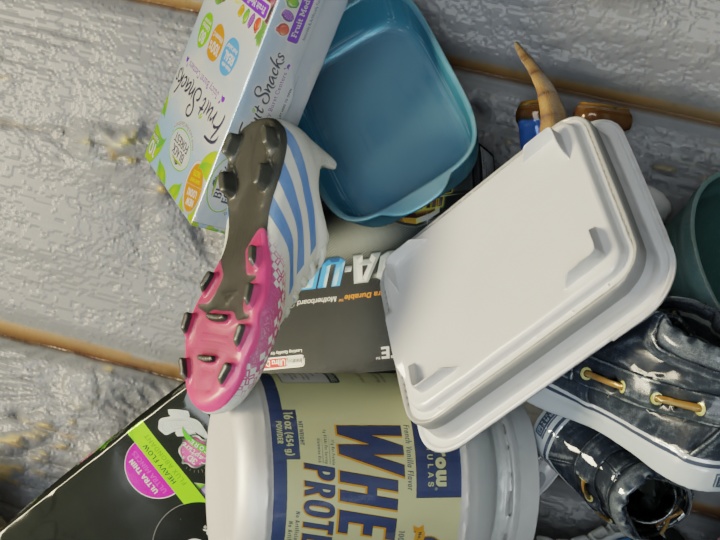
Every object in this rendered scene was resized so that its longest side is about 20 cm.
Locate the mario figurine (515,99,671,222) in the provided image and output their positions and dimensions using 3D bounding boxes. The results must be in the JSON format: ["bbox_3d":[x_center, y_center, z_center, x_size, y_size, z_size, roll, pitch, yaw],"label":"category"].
[{"bbox_3d":[0.144,-0.020,1.084,0.106,0.123,0.200,3,95,-31],"label":"mario figurine"}]

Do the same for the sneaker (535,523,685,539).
[{"bbox_3d":[0.144,0.237,1.089,0.200,0.075,0.087,0,118,-23],"label":"sneaker"}]

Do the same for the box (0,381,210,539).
[{"bbox_3d":[-0.141,0.183,1.146,0.200,0.124,0.149,-37,92,17],"label":"box"}]

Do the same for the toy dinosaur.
[{"bbox_3d":[0.130,-0.058,1.001,0.106,0.060,0.200,7,87,26],"label":"toy dinosaur"}]

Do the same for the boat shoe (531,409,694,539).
[{"bbox_3d":[0.193,0.155,1.029,0.071,0.200,0.091,-50,48,5],"label":"boat shoe"}]

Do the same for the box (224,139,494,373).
[{"bbox_3d":[0.000,0.000,1.078,0.200,0.046,0.159,-6,77,23],"label":"box"}]

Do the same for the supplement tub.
[{"bbox_3d":[0.005,0.140,1.007,0.200,0.145,0.145,1,102,-14],"label":"supplement tub"}]

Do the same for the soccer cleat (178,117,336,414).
[{"bbox_3d":[-0.056,0.001,0.974,0.070,0.086,0.200,-4,69,43],"label":"soccer cleat"}]

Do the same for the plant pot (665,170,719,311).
[{"bbox_3d":[0.257,0.051,1.014,0.200,0.200,0.134,44,131,1],"label":"plant pot"}]

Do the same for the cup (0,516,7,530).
[{"bbox_3d":[-0.359,0.226,1.184,0.200,0.200,0.143,40,79,2],"label":"cup"}]

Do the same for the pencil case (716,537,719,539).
[{"bbox_3d":[0.288,0.205,1.030,0.087,0.087,0.200,44,116,1],"label":"pencil case"}]

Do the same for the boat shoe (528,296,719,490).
[{"bbox_3d":[0.161,0.050,0.925,0.200,0.071,0.091,28,119,44],"label":"boat shoe"}]

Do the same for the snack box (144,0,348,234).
[{"bbox_3d":[-0.081,-0.141,1.062,0.053,0.142,0.200,15,107,-26],"label":"snack box"}]

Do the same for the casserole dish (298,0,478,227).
[{"bbox_3d":[0.013,-0.110,1.057,0.121,0.039,0.200,-30,56,9],"label":"casserole dish"}]

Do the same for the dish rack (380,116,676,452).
[{"bbox_3d":[0.089,0.000,0.935,0.200,0.172,0.044,-39,128,24],"label":"dish rack"}]

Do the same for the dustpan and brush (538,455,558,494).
[{"bbox_3d":[0.091,0.198,1.132,0.140,0.057,0.200,39,105,3],"label":"dustpan and brush"}]
